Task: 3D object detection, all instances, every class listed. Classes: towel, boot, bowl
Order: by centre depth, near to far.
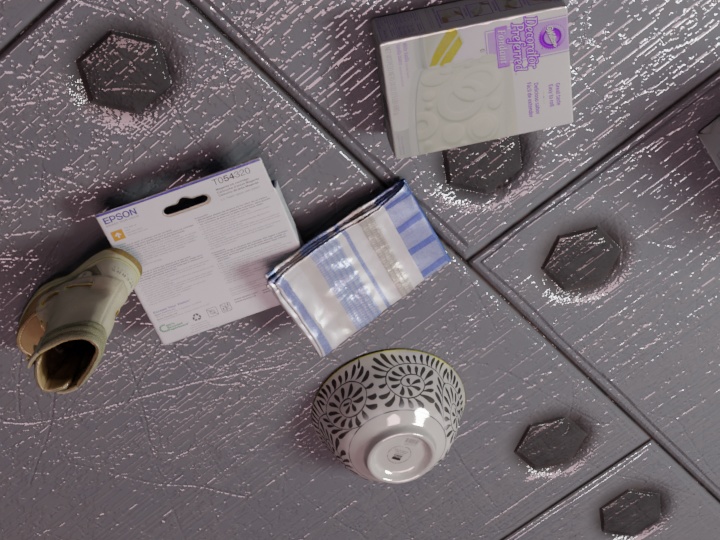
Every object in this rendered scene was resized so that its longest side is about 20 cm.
[{"bbox_3d":[-0.329,0.076,1.507,0.200,0.155,0.072,-34,117,32],"label":"boot"},{"bbox_3d":[0.000,0.000,1.582,0.200,0.024,0.147,-36,129,-5],"label":"towel"},{"bbox_3d":[0.044,0.205,1.735,0.200,0.094,0.201,-6,128,-8],"label":"bowl"}]

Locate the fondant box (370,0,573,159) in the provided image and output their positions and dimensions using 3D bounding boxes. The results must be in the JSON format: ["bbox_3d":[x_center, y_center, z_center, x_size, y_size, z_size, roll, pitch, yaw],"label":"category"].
[{"bbox_3d":[0.120,-0.210,1.460,0.200,0.058,0.145,-13,128,-3],"label":"fondant box"}]

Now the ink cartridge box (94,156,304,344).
[{"bbox_3d":[-0.169,-0.027,1.550,0.196,0.043,0.200,-18,126,4],"label":"ink cartridge box"}]

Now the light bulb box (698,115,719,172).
[{"bbox_3d":[0.510,-0.085,1.544,0.125,0.198,0.200,-39,123,20],"label":"light bulb box"}]
